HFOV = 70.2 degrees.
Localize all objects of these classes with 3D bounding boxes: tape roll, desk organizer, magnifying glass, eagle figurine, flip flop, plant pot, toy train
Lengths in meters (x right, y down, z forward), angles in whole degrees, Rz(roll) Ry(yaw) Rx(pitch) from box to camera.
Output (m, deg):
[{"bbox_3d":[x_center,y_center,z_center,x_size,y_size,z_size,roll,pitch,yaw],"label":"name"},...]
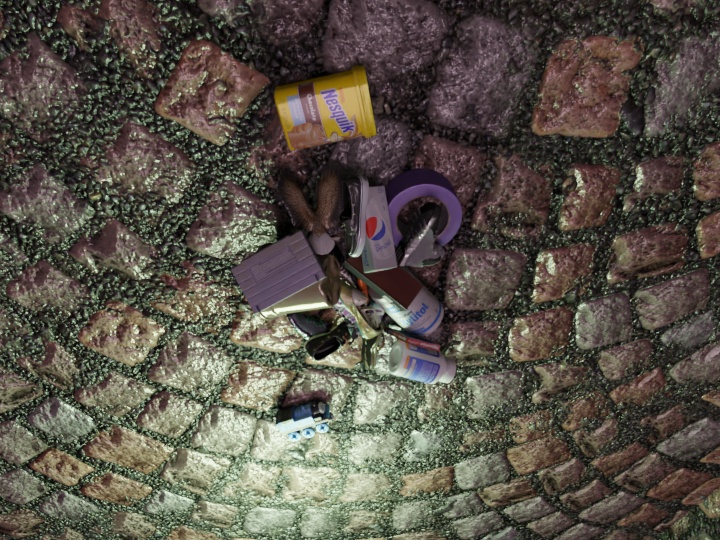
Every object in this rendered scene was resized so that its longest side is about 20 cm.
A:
[{"bbox_3d":[0.151,-0.149,1.300,0.199,0.085,0.201,-3,128,-4],"label":"tape roll"},{"bbox_3d":[0.056,0.013,1.307,0.200,0.072,0.077,38,79,-3],"label":"desk organizer"},{"bbox_3d":[0.000,0.000,1.395,0.022,0.079,0.201,18,127,38],"label":"magnifying glass"},{"bbox_3d":[-0.113,-0.149,1.244,0.150,0.152,0.201,17,129,25],"label":"eagle figurine"},{"bbox_3d":[0.046,0.223,1.586,0.057,0.081,0.201,-14,129,-25],"label":"flip flop"},{"bbox_3d":[-0.153,0.028,1.302,0.182,0.201,0.201,0,130,19],"label":"plant pot"},{"bbox_3d":[-0.194,0.517,1.777,0.199,0.087,0.115,-19,121,9],"label":"toy train"}]

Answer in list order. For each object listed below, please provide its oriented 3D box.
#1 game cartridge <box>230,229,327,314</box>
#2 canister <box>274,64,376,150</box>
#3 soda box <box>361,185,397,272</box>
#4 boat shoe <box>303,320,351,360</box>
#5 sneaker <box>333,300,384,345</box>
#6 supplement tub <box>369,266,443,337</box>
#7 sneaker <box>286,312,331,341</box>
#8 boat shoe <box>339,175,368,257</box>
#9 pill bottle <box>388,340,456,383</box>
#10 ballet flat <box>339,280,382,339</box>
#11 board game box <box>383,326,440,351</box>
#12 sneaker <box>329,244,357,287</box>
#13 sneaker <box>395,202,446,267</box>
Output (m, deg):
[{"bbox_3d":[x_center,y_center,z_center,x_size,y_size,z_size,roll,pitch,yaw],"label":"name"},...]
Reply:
[{"bbox_3d":[-0.193,0.002,1.205,0.199,0.038,0.130,-27,89,10],"label":"game cartridge"},{"bbox_3d":[-0.074,-0.351,1.124,0.199,0.087,0.149,-11,127,5],"label":"canister"},{"bbox_3d":[0.033,-0.099,1.237,0.063,0.068,0.201,-8,88,-23],"label":"soda box"},{"bbox_3d":[-0.067,0.204,1.523,0.201,0.063,0.074,-25,130,-21],"label":"boat shoe"},{"bbox_3d":[-0.031,0.143,1.471,0.199,0.078,0.141,13,87,-14],"label":"sneaker"},{"bbox_3d":[0.132,0.086,1.447,0.132,0.132,0.200,-35,123,20],"label":"supplement tub"},{"bbox_3d":[-0.147,0.156,1.525,0.087,0.075,0.200,-34,132,0],"label":"sneaker"},{"bbox_3d":[-0.023,-0.125,1.204,0.056,0.069,0.201,-8,118,-26],"label":"boat shoe"},{"bbox_3d":[0.198,0.296,1.626,0.199,0.112,0.112,18,124,-18],"label":"pill bottle"},{"bbox_3d":[0.001,0.101,1.400,0.070,0.071,0.201,-24,114,12],"label":"ballet flat"},{"bbox_3d":[0.147,0.200,1.510,0.102,0.200,0.020,14,89,-16],"label":"board game box"},{"bbox_3d":[-0.098,-0.006,1.393,0.115,0.076,0.200,-22,127,15],"label":"sneaker"},{"bbox_3d":[0.174,-0.080,1.265,0.115,0.075,0.200,13,135,-21],"label":"sneaker"}]
